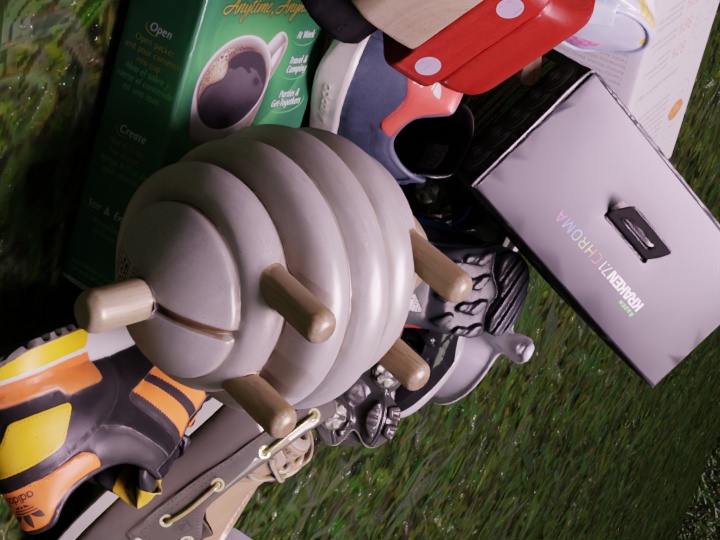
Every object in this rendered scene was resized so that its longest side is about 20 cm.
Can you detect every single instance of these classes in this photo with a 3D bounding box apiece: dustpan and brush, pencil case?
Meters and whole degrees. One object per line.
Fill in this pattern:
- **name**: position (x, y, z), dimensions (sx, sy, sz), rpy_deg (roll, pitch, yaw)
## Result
- **dustpan and brush**: position (0.097, 0.048, 1.045), dimensions (0.141, 0.057, 0.200), rpy_deg (-62, 179, -1)
- **pencil case**: position (0.170, -0.242, 0.880), dimensions (0.091, 0.082, 0.203), rpy_deg (153, -48, -76)

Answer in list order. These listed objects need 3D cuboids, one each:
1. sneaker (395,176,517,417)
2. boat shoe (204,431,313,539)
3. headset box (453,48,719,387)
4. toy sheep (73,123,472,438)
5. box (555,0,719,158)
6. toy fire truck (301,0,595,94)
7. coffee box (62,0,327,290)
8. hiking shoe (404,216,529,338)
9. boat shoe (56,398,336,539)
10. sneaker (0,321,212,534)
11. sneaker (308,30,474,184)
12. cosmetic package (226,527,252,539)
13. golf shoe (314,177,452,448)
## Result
- **sneaker**: position (0.047, 0.004, 0.966), dimensions (0.202, 0.073, 0.112), rpy_deg (-59, 155, -4)
- **boat shoe**: position (-0.064, 0.101, 0.845), dimensions (0.202, 0.064, 0.072), rpy_deg (-65, 157, 9)
- **headset box**: position (0.127, -0.047, 0.819), dimensions (0.093, 0.174, 0.200), rpy_deg (-42, -158, 5)
- **toy sheep**: position (-0.039, 0.001, 0.598), dimensions (0.199, 0.137, 0.140), rpy_deg (-8, 124, -50)
- **box**: position (0.189, -0.167, 1.037), dimensions (0.152, 0.105, 0.202), rpy_deg (-35, 145, -47)
- **toy fire truck**: position (0.060, -0.149, 0.643), dimensions (0.199, 0.128, 0.178), rpy_deg (27, 47, -37)
- **coffee box**: position (-0.070, -0.089, 0.656), dimensions (0.123, 0.044, 0.202), rpy_deg (-21, 134, -58)
- **hiking shoe**: position (0.000, 0.000, 0.808), dimensions (0.197, 0.087, 0.075), rpy_deg (12, 99, -26)
- **boat shoe**: position (-0.099, 0.122, 0.749), dimensions (0.202, 0.060, 0.072), rpy_deg (-44, 178, -6)
- **sneaker**: position (-0.108, 0.066, 0.662), dimensions (0.199, 0.069, 0.091), rpy_deg (-15, 88, -56)
- **sneaker**: position (0.017, -0.071, 0.760), dimensions (0.200, 0.084, 0.076), rpy_deg (100, 15, -75)
- **cosmetic package**: position (-0.057, 0.317, 0.968), dimensions (0.168, 0.165, 0.201), rpy_deg (-55, 157, -16)
- **golf shoe**: position (0.002, 0.015, 0.908), dimensions (0.088, 0.076, 0.203), rpy_deg (-168, -86, -78)
